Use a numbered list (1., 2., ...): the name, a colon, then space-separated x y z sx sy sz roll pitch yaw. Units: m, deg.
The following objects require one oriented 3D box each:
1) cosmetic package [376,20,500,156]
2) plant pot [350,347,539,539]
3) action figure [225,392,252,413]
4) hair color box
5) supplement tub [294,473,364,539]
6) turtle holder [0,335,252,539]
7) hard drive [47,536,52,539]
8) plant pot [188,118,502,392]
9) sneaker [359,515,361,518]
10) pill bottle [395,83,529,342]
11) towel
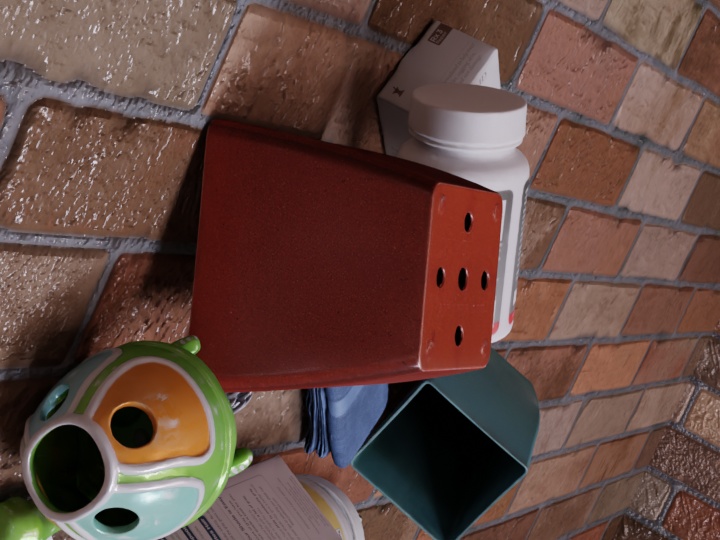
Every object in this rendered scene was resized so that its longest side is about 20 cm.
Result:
1. cosmetic package: 0.078 -0.122 1.563 0.102 0.074 0.200 -54 159 -21
2. plant pot: 0.107 0.165 1.853 0.141 0.141 0.200 -48 -178 28
3. action figure: -0.150 0.156 1.382 0.201 0.069 0.130 -59 164 0
4. hair color box: -0.116 0.226 1.346 0.199 0.100 0.061 -16 149 -48
5. supplement tub: -0.093 0.262 1.531 0.200 0.145 0.146 -12 127 -64
6. turtle holder: -0.184 0.127 1.204 0.132 0.184 0.142 -18 100 -61
7. hard drive: -0.302 0.290 1.247 0.200 0.027 0.133 -41 151 -45
8. plant pot: 0.000 0.000 1.291 0.199 0.175 0.202 4 92 -63
9. sneaker: -0.054 0.264 1.725 0.080 0.073 0.200 -58 158 -5
10. pill bottle: 0.081 -0.048 1.424 0.114 0.113 0.202 -28 127 -56
11. towel: -0.013 0.095 1.646 0.112 0.048 0.201 -53 156 -33
